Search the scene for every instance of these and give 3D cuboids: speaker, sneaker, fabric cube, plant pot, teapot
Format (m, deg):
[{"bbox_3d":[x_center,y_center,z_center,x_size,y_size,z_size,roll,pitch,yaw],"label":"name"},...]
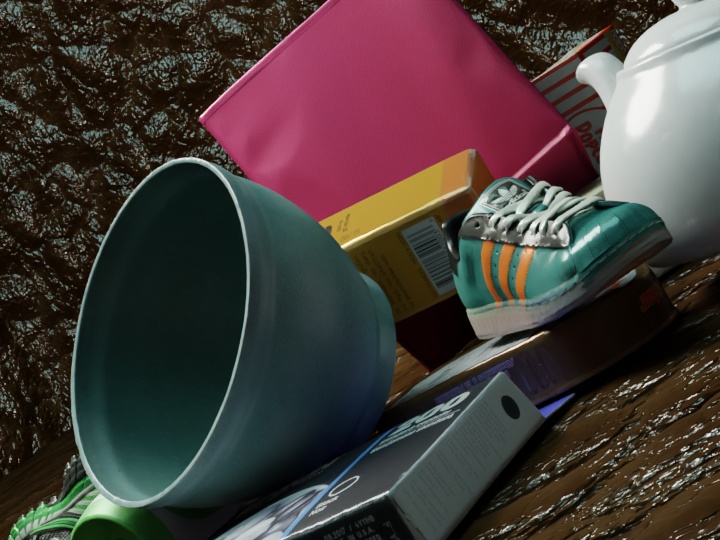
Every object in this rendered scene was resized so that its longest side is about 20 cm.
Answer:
[{"bbox_3d":[-0.094,0.140,1.168,0.088,0.089,0.200,-29,4,38],"label":"speaker"},{"bbox_3d":[0.097,-0.016,1.033,0.071,0.080,0.200,-31,2,-25],"label":"sneaker"},{"bbox_3d":[-0.194,0.198,1.295,0.078,0.086,0.200,2,-32,-26],"label":"sneaker"},{"bbox_3d":[0.041,-0.076,1.350,0.196,0.199,0.200,-42,-22,1],"label":"fabric cube"},{"bbox_3d":[-0.064,0.046,1.082,0.134,0.201,0.200,13,-26,-33],"label":"plant pot"},{"bbox_3d":[0.217,-0.098,1.050,0.199,0.147,0.197,-20,3,18],"label":"teapot"}]

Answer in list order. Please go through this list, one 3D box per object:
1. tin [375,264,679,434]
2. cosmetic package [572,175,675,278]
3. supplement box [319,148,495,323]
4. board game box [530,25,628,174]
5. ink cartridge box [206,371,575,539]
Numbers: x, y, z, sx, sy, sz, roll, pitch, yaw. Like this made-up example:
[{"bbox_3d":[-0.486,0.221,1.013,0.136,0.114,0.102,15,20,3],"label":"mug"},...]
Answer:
[{"bbox_3d":[0.092,0.056,1.072,0.200,0.042,0.112,-30,5,33],"label":"tin"},{"bbox_3d":[0.173,-0.026,1.245,0.200,0.073,0.104,-34,4,-14],"label":"cosmetic package"},{"bbox_3d":[0.000,0.000,1.189,0.199,0.069,0.067,-24,22,17],"label":"supplement box"},{"bbox_3d":[0.210,-0.112,1.495,0.046,0.152,0.200,-31,4,20],"label":"board game box"},{"bbox_3d":[-0.005,0.123,0.969,0.198,0.044,0.200,-30,2,32],"label":"ink cartridge box"}]
